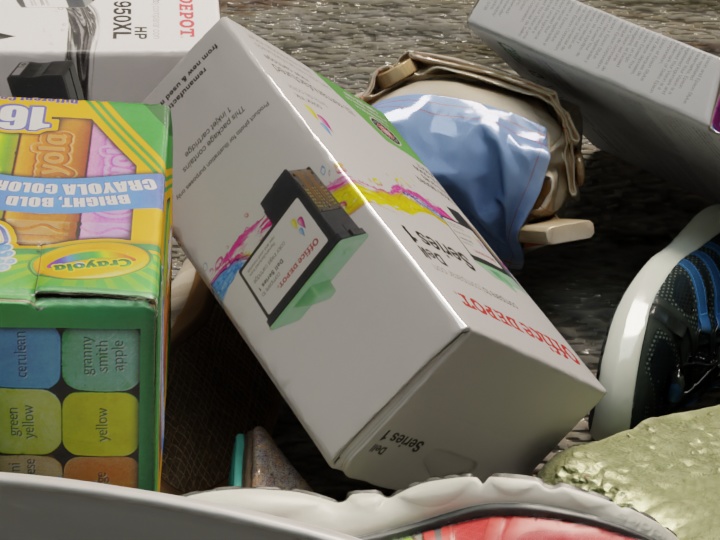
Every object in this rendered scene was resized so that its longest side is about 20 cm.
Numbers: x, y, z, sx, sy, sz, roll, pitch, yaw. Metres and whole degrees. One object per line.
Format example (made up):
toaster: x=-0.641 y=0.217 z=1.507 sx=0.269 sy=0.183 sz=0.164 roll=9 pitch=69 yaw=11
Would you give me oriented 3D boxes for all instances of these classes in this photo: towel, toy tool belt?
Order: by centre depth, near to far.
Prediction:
towel: x=0.190 y=0.107 z=0.789 sx=0.199 sy=0.037 sz=0.148 roll=-10 pitch=31 yaw=-33
toy tool belt: x=0.021 y=-0.048 z=0.948 sx=0.199 sy=0.126 sz=0.123 roll=4 pitch=25 yaw=2

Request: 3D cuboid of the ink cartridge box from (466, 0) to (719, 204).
ink cartridge box: x=0.179 y=-0.078 z=0.970 sx=0.199 sy=0.043 sz=0.196 roll=28 pitch=-2 yaw=32

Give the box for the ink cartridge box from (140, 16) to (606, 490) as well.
ink cartridge box: x=0.000 y=0.000 z=0.803 sx=0.200 sy=0.084 sz=0.145 roll=53 pitch=15 yaw=31

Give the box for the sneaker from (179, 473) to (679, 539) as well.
sneaker: x=0.017 y=0.127 z=0.640 sx=0.199 sy=0.077 sz=0.085 roll=-4 pitch=55 yaw=5

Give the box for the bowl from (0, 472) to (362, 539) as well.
bowl: x=-0.069 y=0.167 z=0.577 sx=0.198 sy=0.201 sz=0.075 roll=9 pitch=1 yaw=10

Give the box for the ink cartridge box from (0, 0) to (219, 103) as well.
ink cartridge box: x=-0.182 y=-0.129 z=1.085 sx=0.199 sy=0.085 sz=0.145 roll=-1 pitch=34 yaw=-7

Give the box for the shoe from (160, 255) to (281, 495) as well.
shoe: x=-0.075 y=0.049 z=0.864 sx=0.070 sy=0.053 sz=0.200 roll=33 pitch=36 yaw=-13

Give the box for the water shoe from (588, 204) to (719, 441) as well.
water shoe: x=0.178 y=0.026 z=0.893 sx=0.079 sy=0.072 sz=0.200 roll=20 pitch=37 yaw=21

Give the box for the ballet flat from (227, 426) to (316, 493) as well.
ballet flat: x=-0.027 y=0.145 z=0.709 sx=0.067 sy=0.068 sz=0.201 roll=7 pitch=43 yaw=-3

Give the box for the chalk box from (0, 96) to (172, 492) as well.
chalk box: x=-0.134 y=0.032 z=0.682 sx=0.123 sy=0.125 sz=0.200 roll=2 pitch=32 yaw=-6
